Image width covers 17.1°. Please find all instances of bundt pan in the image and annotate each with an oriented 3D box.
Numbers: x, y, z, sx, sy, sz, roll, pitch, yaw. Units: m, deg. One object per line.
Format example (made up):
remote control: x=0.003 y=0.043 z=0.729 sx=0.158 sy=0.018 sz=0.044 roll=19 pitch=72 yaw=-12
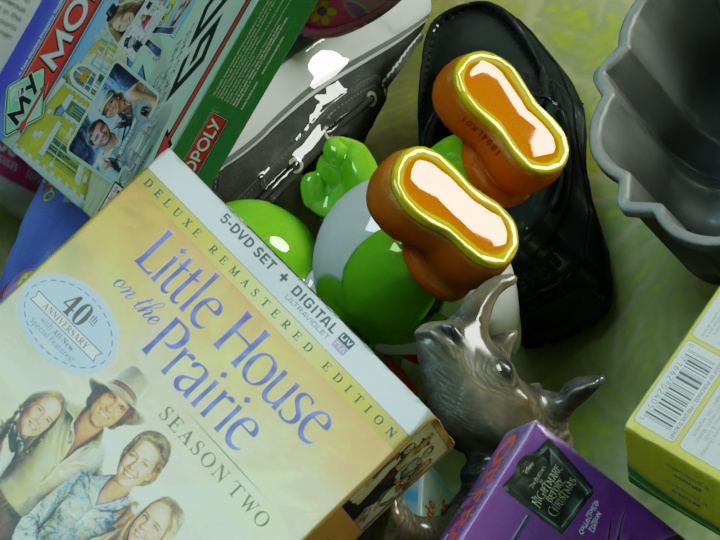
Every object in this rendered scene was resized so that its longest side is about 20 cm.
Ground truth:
bundt pan: x=0.188 y=-0.061 z=0.880 sx=0.201 sy=0.076 sz=0.203 roll=-21 pitch=40 yaw=19

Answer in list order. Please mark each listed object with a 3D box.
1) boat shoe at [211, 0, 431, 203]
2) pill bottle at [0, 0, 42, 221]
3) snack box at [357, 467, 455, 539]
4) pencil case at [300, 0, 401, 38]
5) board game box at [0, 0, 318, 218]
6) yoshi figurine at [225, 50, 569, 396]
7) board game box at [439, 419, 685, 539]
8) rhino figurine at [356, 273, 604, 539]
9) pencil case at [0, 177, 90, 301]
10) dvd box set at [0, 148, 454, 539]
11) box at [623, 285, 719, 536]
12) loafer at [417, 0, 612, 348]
boat shoe: x=-0.025 y=-0.067 z=1.059 sx=0.070 sy=0.067 sz=0.200 roll=-7 pitch=23 yaw=35
pill bottle: x=-0.153 y=-0.132 z=1.151 sx=0.113 sy=0.113 sz=0.201 roll=22 pitch=84 yaw=48
snack box: x=-0.059 y=0.149 z=0.889 sx=0.199 sy=0.037 sz=0.117 roll=-18 pitch=43 yaw=23
pencil case: x=-0.009 y=-0.168 z=1.089 sx=0.087 sy=0.088 sz=0.200 roll=-25 pitch=17 yaw=15
board game box: x=-0.070 y=-0.119 z=0.974 sx=0.134 sy=0.029 sz=0.201 roll=36 pitch=97 yaw=47
yoshi figurine: x=-0.013 y=-0.007 z=0.903 sx=0.200 sy=0.112 sz=0.113 roll=-45 pitch=50 yaw=51
board game box: x=0.045 y=0.161 z=0.733 sx=0.201 sy=0.120 sz=0.032 roll=-56 pitch=5 yaw=-23
rhino figurine: x=0.038 y=0.099 z=0.792 sx=0.060 sy=0.087 sz=0.202 roll=153 pitch=127 yaw=-64
pencil case: x=-0.106 y=-0.015 z=1.058 sx=0.077 sy=0.087 sz=0.201 roll=1 pitch=49 yaw=23
dvd box set: x=-0.088 y=0.074 z=0.775 sx=0.200 sy=0.029 sz=0.146 roll=-42 pitch=61 yaw=-5
box: x=0.194 y=0.061 z=0.726 sx=0.199 sy=0.048 sz=0.118 roll=30 pitch=70 yaw=23
loafer: x=0.057 y=-0.055 z=0.981 sx=0.068 sy=0.071 sz=0.201 roll=-25 pitch=39 yaw=11
